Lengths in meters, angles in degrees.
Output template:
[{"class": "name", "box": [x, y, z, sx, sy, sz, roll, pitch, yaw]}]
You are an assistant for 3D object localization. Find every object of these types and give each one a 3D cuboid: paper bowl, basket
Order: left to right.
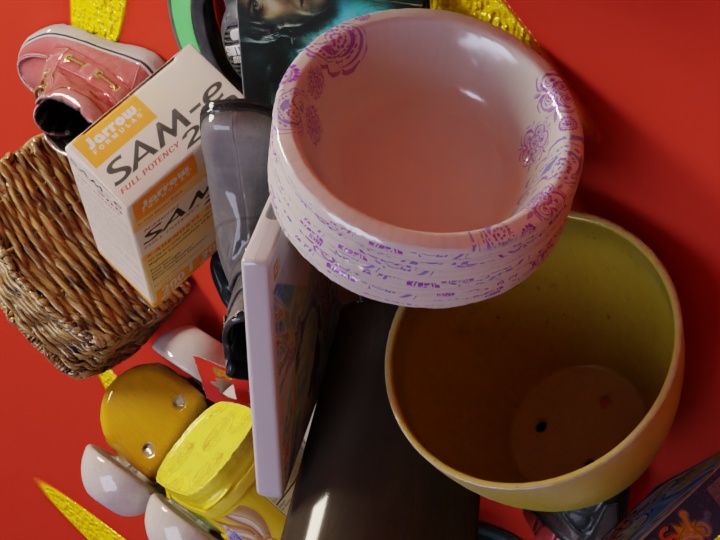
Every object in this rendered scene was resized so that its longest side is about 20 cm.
[{"class": "basket", "box": [-0.275, 0.000, 1.841, 0.201, 0.142, 0.149, 53, 147, 2]}, {"class": "basket", "box": [0.023, 0.133, 1.461, 0.135, 0.202, 0.180, 0, 163, 29]}, {"class": "paper bowl", "box": [0.038, -0.063, 1.326, 0.200, 0.200, 0.105, 41, 149, 19]}]

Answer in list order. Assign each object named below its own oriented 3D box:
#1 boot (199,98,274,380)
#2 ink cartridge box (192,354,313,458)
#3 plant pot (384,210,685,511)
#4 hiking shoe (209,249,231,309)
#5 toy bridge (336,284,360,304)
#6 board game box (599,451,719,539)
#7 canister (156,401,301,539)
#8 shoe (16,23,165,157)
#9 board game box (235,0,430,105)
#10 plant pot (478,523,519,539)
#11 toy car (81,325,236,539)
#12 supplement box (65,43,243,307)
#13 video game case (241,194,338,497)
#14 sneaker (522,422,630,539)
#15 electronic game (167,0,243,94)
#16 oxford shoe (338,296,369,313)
[{"class": "boot", "box": [-0.074, -0.017, 1.433, 0.069, 0.133, 0.201, -2, 146, 8]}, {"class": "ink cartridge box", "box": [-0.045, 0.141, 1.645, 0.198, 0.050, 0.161, 20, 164, 6]}, {"class": "plant pot", "box": [0.132, 0.081, 1.379, 0.199, 0.201, 0.142, 30, 166, 33]}, {"class": "hiking shoe", "box": [-0.066, 0.064, 1.694, 0.201, 0.074, 0.087, 55, 147, 0]}, {"class": "toy bridge", "box": [0.000, 0.000, 1.548, 0.199, 0.067, 0.027, -20, 105, 35]}, {"class": "board game box", "box": [0.183, 0.194, 1.378, 0.035, 0.200, 0.135, 51, 147, 4]}, {"class": "canister", "box": [-0.051, 0.201, 1.616, 0.200, 0.087, 0.148, 43, 167, -15]}, {"class": "shoe", "box": [-0.247, -0.150, 1.715, 0.199, 0.091, 0.072, 15, 131, 45]}, {"class": "board game box", "box": [-0.017, -0.120, 1.451, 0.134, 0.028, 0.201, 8, 133, 12]}, {"class": "plant pot", "box": [0.069, 0.343, 1.665, 0.200, 0.196, 0.201, 33, 143, 29]}, {"class": "toy car", "box": [-0.134, 0.164, 1.823, 0.199, 0.176, 0.150, 33, 176, 29]}, {"class": "supplement box", "box": [-0.145, -0.068, 1.580, 0.074, 0.126, 0.200, 44, 165, 16]}, {"class": "video game case", "box": [-0.045, 0.022, 1.418, 0.022, 0.183, 0.201, 6, 127, 10]}, {"class": "sneaker", "box": [0.124, 0.132, 1.518, 0.200, 0.071, 0.098, 41, 139, 26]}, {"class": "electronic game", "box": [-0.072, -0.166, 1.524, 0.199, 0.042, 0.201, 33, 142, 31]}, {"class": "oxford shoe", "box": [-0.036, 0.037, 1.624, 0.201, 0.084, 0.073, 54, 149, 3]}]
